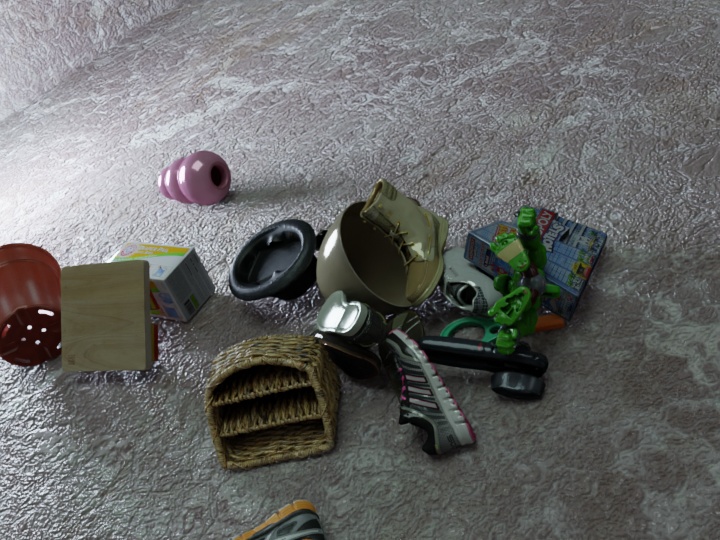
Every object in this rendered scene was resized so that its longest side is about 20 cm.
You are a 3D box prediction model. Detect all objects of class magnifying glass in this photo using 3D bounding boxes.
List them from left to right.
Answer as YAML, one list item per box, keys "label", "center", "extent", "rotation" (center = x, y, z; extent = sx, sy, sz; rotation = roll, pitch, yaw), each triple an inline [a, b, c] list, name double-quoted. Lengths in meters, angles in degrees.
- label: "magnifying glass"
  center: [0.222, 0.095, 1.382]
  extent: [0.198, 0.022, 0.080]
  rotation: [-11, 37, 16]

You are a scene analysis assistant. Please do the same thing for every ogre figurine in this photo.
- label: "ogre figurine"
  center: [0.236, 0.023, 1.271]
  extent: [0.097, 0.120, 0.202]
  rotation: [-13, 73, 22]

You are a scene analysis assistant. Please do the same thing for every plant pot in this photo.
- label: "plant pot"
  center: [-0.685, 0.080, 1.779]
  extent: [0.200, 0.202, 0.195]
  rotation: [-32, 45, -11]
- label: "plant pot"
  center: [0.000, 0.000, 1.508]
  extent: [0.134, 0.200, 0.201]
  rotation: [-35, 25, 38]

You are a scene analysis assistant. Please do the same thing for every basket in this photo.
- label: "basket"
  center: [-0.142, 0.198, 1.353]
  extent: [0.198, 0.143, 0.150]
  rotation: [-12, 37, 16]

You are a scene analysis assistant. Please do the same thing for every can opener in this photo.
- label: "can opener"
  center: [0.180, 0.129, 1.294]
  extent: [0.198, 0.064, 0.079]
  rotation: [15, 42, 15]

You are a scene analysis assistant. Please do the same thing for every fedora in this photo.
- label: "fedora"
  center: [-0.148, -0.001, 1.637]
  extent: [0.200, 0.092, 0.202]
  rotation: [-24, 42, 23]

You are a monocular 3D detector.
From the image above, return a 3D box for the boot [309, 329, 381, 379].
- label: "boot"
  center: [-0.015, 0.114, 1.427]
  extent: [0.097, 0.075, 0.199]
  rotation: [-46, 31, -25]

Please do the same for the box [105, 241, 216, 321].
- label: "box"
  center: [-0.410, 0.019, 1.751]
  extent: [0.199, 0.113, 0.102]
  rotation: [5, 43, 35]

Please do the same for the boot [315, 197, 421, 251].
- label: "boot"
  center: [0.004, -0.075, 1.607]
  extent: [0.145, 0.071, 0.200]
  rotation: [-13, -11, -32]

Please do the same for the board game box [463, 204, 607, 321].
- label: "board game box"
  center: [0.279, -0.037, 1.409]
  extent: [0.199, 0.062, 0.200]
  rotation: [22, 47, 16]

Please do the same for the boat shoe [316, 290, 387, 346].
- label: "boat shoe"
  center: [-0.016, 0.080, 1.372]
  extent: [0.072, 0.060, 0.201]
  rotation: [-61, 18, -4]

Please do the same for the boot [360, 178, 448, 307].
- label: "boot"
  center: [0.066, -0.050, 1.449]
  extent: [0.073, 0.155, 0.201]
  rotation: [-35, 29, 43]

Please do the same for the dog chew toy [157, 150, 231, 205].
- label: "dog chew toy"
  center: [-0.395, -0.210, 2.029]
  extent: [0.199, 0.125, 0.125]
  rotation: [-3, 40, 38]

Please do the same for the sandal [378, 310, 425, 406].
- label: "sandal"
  center: [0.083, 0.154, 1.367]
  extent: [0.081, 0.055, 0.201]
  rotation: [-26, 50, 7]

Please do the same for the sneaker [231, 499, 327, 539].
- label: "sneaker"
  center: [-0.132, 0.391, 1.166]
  extent: [0.199, 0.079, 0.077]
  rotation: [-35, 47, -13]

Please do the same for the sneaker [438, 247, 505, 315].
- label: "sneaker"
  center: [0.163, 0.016, 1.445]
  extent: [0.080, 0.077, 0.200]
  rotation: [-11, 24, -28]

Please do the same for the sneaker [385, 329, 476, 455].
- label: "sneaker"
  center: [0.081, 0.180, 1.263]
  extent: [0.087, 0.074, 0.201]
  rotation: [-33, 72, 1]

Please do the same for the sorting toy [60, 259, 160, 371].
- label: "sorting toy"
  center: [-0.466, 0.087, 1.652]
  extent: [0.198, 0.201, 0.069]
  rotation: [-4, -4, 25]
